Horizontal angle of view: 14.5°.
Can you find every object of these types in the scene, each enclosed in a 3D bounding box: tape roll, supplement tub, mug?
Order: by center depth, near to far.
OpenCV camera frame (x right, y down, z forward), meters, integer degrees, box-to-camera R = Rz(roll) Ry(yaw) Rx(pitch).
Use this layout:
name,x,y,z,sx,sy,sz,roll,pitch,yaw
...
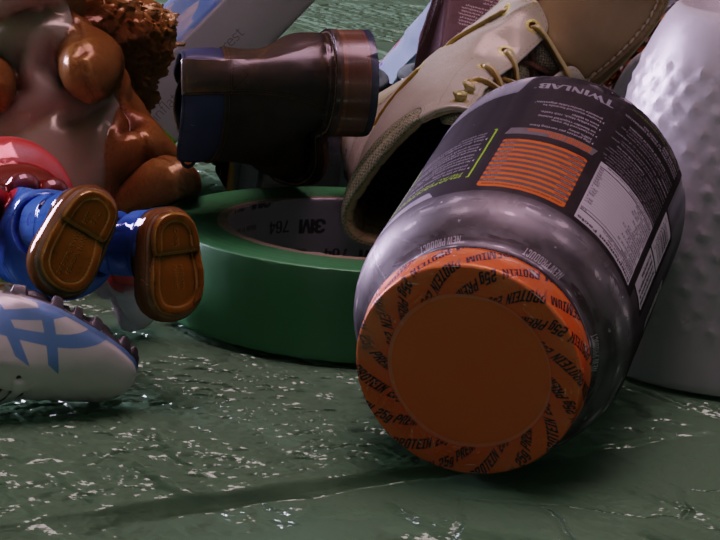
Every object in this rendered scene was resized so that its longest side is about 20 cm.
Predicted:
name,x,y,z,sx,sy,sz,roll,pitch,yaw
supplement tub,0.069,0.002,1.240,0.122,0.123,0.200,7,25,14
mug,0.178,-0.047,1.397,0.147,0.176,0.200,-3,14,-27
tape roll,0.000,0.000,1.435,0.200,0.048,0.200,3,13,-1

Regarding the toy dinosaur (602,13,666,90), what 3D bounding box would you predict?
name,x,y,z,sx,sy,sz,roll,pitch,yaw
toy dinosaur,0.153,-0.069,1.559,0.200,0.136,0.102,-43,47,-11

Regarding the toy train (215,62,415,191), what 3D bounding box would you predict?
name,x,y,z,sx,sy,sz,roll,pitch,yaw
toy train,0.000,-0.079,1.720,0.200,0.085,0.114,2,26,-19

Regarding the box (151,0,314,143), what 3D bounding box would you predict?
name,x,y,z,sx,sy,sz,roll,pitch,yaw
box,-0.103,-0.133,1.701,0.048,0.200,0.122,44,3,-17

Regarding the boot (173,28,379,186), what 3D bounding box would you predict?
name,x,y,z,sx,sy,sz,roll,pitch,yaw
boot,-0.059,-0.086,1.446,0.097,0.075,0.200,1,-10,-14

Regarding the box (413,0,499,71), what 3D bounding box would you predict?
name,x,y,z,sx,sy,sz,roll,pitch,yaw
box,0.070,-0.111,1.642,0.075,0.100,0.200,14,36,-5

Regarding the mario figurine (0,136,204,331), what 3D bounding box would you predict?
name,x,y,z,sx,sy,sz,roll,pitch,yaw
mario figurine,-0.146,0.004,1.325,0.106,0.124,0.200,-44,20,-16

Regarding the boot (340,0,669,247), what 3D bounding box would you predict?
name,x,y,z,sx,sy,sz,roll,pitch,yaw
boot,0.074,-0.088,1.420,0.200,0.072,0.155,-34,11,10

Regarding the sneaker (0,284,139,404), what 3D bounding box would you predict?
name,x,y,z,sx,sy,sz,roll,pitch,yaw
sneaker,-0.191,0.039,1.217,0.200,0.073,0.072,10,-20,-25

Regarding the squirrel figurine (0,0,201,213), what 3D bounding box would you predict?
name,x,y,z,sx,sy,sz,roll,pitch,yaw
squirrel figurine,-0.169,-0.111,1.518,0.141,0.187,0.200,-18,1,7

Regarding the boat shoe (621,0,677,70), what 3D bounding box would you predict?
name,x,y,z,sx,sy,sz,roll,pitch,yaw
boat shoe,0.164,-0.112,1.678,0.057,0.200,0.067,33,-13,24

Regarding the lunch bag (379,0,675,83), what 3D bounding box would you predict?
name,x,y,z,sx,sy,sz,roll,pitch,yaw
lunch bag,0.124,-0.158,1.857,0.200,0.127,0.170,-3,-18,-17
